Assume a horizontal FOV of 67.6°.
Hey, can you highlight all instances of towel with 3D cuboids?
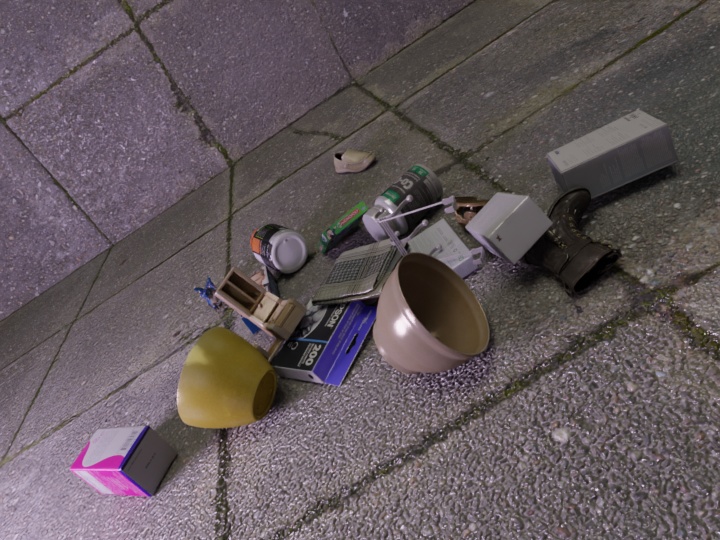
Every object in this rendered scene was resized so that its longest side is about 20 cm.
[{"bbox_3d":[0.000,0.000,1.192,0.196,0.035,0.194,-10,31,33],"label":"towel"}]

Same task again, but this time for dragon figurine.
[{"bbox_3d":[-0.462,0.061,1.624,0.059,0.101,0.199,-40,29,-16],"label":"dragon figurine"}]

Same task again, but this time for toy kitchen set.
[{"bbox_3d":[-0.251,0.107,1.210,0.165,0.179,0.199,-56,15,-15],"label":"toy kitchen set"}]

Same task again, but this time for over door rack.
[{"bbox_3d":[0.141,-0.078,1.069,0.197,0.149,0.067,-4,45,43],"label":"over door rack"}]

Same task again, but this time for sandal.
[{"bbox_3d":[0.247,-0.125,1.210,0.075,0.072,0.212,-4,11,2],"label":"sandal"}]

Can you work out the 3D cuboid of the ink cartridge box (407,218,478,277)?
[{"bbox_3d":[0.135,-0.011,1.168,0.197,0.041,0.201,-31,29,7],"label":"ink cartridge box"}]

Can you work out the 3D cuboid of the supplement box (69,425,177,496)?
[{"bbox_3d":[-0.506,0.406,1.146,0.196,0.104,0.102,-12,36,33],"label":"supplement box"}]

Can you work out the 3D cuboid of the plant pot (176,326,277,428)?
[{"bbox_3d":[-0.250,0.230,1.085,0.138,0.203,0.202,12,45,16],"label":"plant pot"}]

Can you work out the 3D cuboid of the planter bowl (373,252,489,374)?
[{"bbox_3d":[0.104,0.091,0.919,0.135,0.198,0.202,-47,17,35],"label":"planter bowl"}]

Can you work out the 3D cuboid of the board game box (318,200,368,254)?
[{"bbox_3d":[-0.050,-0.110,1.428,0.134,0.029,0.200,-41,-1,-11],"label":"board game box"}]

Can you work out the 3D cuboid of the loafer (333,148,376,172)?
[{"bbox_3d":[-0.029,-0.388,1.883,0.197,0.069,0.076,-1,42,45],"label":"loafer"}]

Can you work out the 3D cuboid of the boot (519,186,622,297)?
[{"bbox_3d":[0.387,-0.051,0.947,0.200,0.069,0.174,-48,30,-2],"label":"boot"}]

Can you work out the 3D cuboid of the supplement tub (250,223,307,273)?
[{"bbox_3d":[-0.244,-0.069,1.569,0.122,0.124,0.199,-42,30,-16],"label":"supplement tub"}]

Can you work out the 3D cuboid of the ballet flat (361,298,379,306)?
[{"bbox_3d":[-0.017,0.057,1.225,0.046,0.070,0.197,2,-6,-45],"label":"ballet flat"}]

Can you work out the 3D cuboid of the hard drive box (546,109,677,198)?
[{"bbox_3d":[0.485,-0.223,1.059,0.196,0.078,0.157,-23,20,18],"label":"hard drive box"}]

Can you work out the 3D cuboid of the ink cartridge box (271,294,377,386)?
[{"bbox_3d":[-0.075,0.141,1.142,0.197,0.044,0.200,-2,47,43],"label":"ink cartridge box"}]

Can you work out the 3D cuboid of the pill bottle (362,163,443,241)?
[{"bbox_3d":[0.106,-0.164,1.354,0.200,0.114,0.112,-43,30,-16],"label":"pill bottle"}]

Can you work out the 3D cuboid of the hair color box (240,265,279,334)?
[{"bbox_3d":[-0.272,0.074,1.447,0.099,0.061,0.201,-33,28,1],"label":"hair color box"}]

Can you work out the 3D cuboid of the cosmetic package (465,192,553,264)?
[{"bbox_3d":[0.274,-0.085,1.019,0.102,0.071,0.200,-46,7,7],"label":"cosmetic package"}]
